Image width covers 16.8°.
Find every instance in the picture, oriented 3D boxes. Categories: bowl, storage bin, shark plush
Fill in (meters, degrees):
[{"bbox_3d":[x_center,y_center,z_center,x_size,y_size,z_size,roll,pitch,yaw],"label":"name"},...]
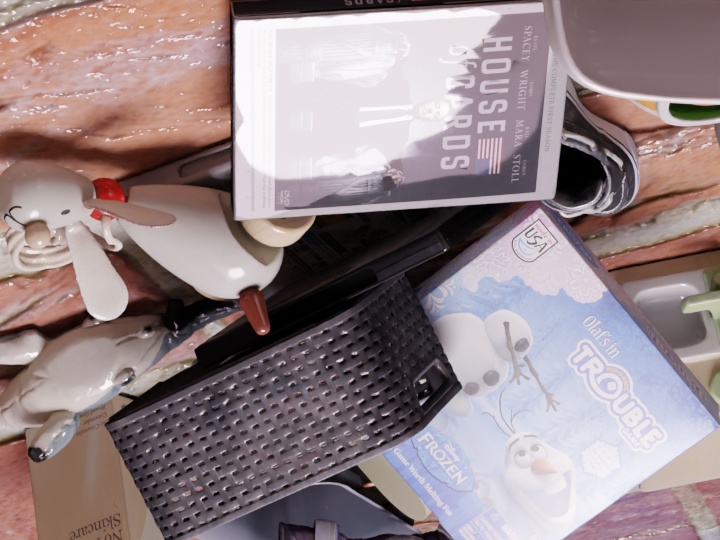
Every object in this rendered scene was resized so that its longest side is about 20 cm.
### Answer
[{"bbox_3d":[0.179,-0.185,1.235,0.199,0.201,0.075,-2,-174,-14],"label":"bowl"},{"bbox_3d":[-0.050,0.088,1.598,0.199,0.094,0.135,-25,-175,21],"label":"storage bin"},{"bbox_3d":[-0.181,0.053,1.741,0.200,0.091,0.083,-38,171,6],"label":"shark plush"},{"bbox_3d":[-0.042,0.136,1.848,0.145,0.135,0.200,-20,155,17],"label":"storage bin"}]

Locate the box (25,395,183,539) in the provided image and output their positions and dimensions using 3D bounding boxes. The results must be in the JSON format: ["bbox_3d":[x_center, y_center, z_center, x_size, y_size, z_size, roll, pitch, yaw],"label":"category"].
[{"bbox_3d":[-0.186,0.206,1.850,0.095,0.201,0.078,-25,152,26],"label":"box"}]

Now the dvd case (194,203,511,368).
[{"bbox_3d":[0.000,0.000,1.582,0.200,0.018,0.143,-26,-176,28],"label":"dvd case"}]

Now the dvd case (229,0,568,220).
[{"bbox_3d":[0.023,-0.099,1.439,0.199,0.025,0.151,-4,131,-7],"label":"dvd case"}]

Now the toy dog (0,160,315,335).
[{"bbox_3d":[-0.123,-0.009,1.506,0.199,0.097,0.132,-4,149,-11],"label":"toy dog"}]

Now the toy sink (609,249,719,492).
[{"bbox_3d":[0.246,0.067,1.838,0.112,0.131,0.200,-11,156,-2],"label":"toy sink"}]

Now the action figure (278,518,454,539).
[{"bbox_3d":[0.038,0.211,1.802,0.199,0.070,0.130,-10,154,-6],"label":"action figure"}]

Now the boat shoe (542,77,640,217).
[{"bbox_3d":[0.138,-0.067,1.580,0.071,0.068,0.200,-18,154,13],"label":"boat shoe"}]

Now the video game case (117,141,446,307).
[{"bbox_3d":[-0.039,-0.042,1.609,0.182,0.022,0.200,-19,153,15],"label":"video game case"}]

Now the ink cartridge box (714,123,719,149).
[{"bbox_3d":[0.343,-0.069,1.575,0.199,0.145,0.085,-13,155,2],"label":"ink cartridge box"}]

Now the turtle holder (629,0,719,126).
[{"bbox_3d":[0.204,-0.153,1.354,0.185,0.132,0.141,2,151,-27],"label":"turtle holder"}]

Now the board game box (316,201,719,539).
[{"bbox_3d":[0.108,0.084,1.673,0.199,0.200,0.043,-38,-169,15],"label":"board game box"}]

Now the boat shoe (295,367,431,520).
[{"bbox_3d":[0.002,0.086,1.746,0.063,0.200,0.071,-43,-174,-24],"label":"boat shoe"}]
